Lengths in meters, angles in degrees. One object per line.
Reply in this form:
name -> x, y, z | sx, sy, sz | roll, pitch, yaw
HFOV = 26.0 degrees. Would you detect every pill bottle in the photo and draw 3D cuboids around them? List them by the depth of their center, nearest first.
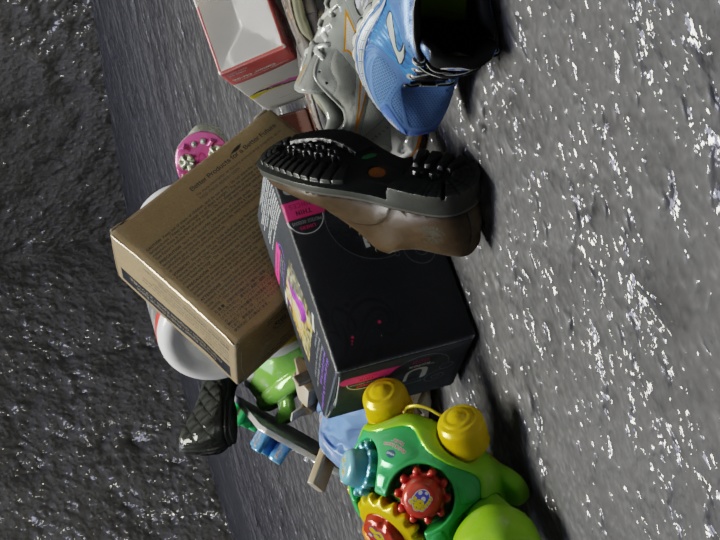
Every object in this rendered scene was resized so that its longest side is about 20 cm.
pill bottle -> -0.157, 0.005, 1.520 | 0.201, 0.114, 0.117 | -116, 17, -53

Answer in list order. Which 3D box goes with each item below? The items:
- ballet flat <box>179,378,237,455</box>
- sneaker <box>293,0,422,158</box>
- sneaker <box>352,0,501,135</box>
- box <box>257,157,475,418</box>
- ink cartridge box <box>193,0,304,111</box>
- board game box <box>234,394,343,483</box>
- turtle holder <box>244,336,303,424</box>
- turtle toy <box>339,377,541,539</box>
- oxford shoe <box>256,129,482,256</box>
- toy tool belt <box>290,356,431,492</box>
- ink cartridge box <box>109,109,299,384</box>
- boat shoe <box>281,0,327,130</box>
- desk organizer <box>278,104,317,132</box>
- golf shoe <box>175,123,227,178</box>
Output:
ballet flat -> -0.154, 0.112, 1.587 | 0.201, 0.056, 0.067 | -95, -4, -59
sneaker -> -0.011, -0.176, 1.203 | 0.076, 0.091, 0.202 | -138, 36, -69
sneaker -> 0.044, -0.152, 1.027 | 0.201, 0.078, 0.090 | 95, 159, -56
box -> 0.000, 0.000, 1.284 | 0.106, 0.121, 0.202 | 107, 146, -64
ink cartridge box -> -0.088, -0.216, 1.399 | 0.200, 0.067, 0.118 | 27, -137, -76
board game box -> -0.036, 0.197, 1.565 | 0.026, 0.199, 0.200 | -60, 13, -3
turtle holder -> -0.071, 0.072, 1.574 | 0.133, 0.140, 0.185 | 58, -165, 5
turtle toy -> 0.061, 0.179, 1.198 | 0.199, 0.101, 0.147 | 17, 141, 39
oxford shoe -> 0.003, -0.051, 1.168 | 0.199, 0.073, 0.085 | 20, 138, 35
toy tool belt -> -0.004, 0.109, 1.398 | 0.124, 0.123, 0.201 | 35, 146, 30
ink cartridge box -> -0.096, -0.024, 1.393 | 0.164, 0.200, 0.075 | 40, 154, 21
boat shoe -> -0.023, -0.207, 1.272 | 0.075, 0.072, 0.202 | -112, 7, -52
desk organizer -> -0.089, -0.095, 1.673 | 0.200, 0.076, 0.072 | 110, 143, -69
golf shoe -> -0.147, -0.063, 1.659 | 0.092, 0.074, 0.202 | -96, -1, -67
